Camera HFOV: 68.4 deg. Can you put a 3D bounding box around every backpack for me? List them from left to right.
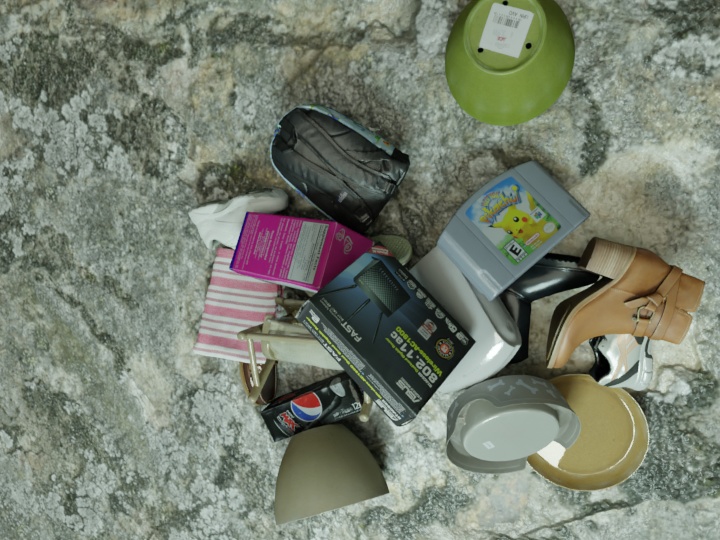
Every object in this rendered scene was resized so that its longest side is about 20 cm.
[{"bbox_3d":[-0.045,-0.172,0.832,0.199,0.154,0.164,26,117,-15],"label":"backpack"}]

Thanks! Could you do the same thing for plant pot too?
[{"bbox_3d":[-0.061,0.348,0.930,0.199,0.200,0.135,-23,67,20],"label":"plant pot"},{"bbox_3d":[0.190,-0.292,0.694,0.186,0.200,0.189,4,102,17],"label":"plant pot"},{"bbox_3d":[0.352,0.257,0.853,0.198,0.027,0.202,4,103,17],"label":"plant pot"}]

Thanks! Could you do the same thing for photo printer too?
[{"bbox_3d":[0.139,0.076,0.806,0.166,0.069,0.201,-44,63,38],"label":"photo printer"}]

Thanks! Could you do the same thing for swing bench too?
[{"bbox_3d":[-0.058,0.119,0.853,0.197,0.200,0.131,3,112,16],"label":"swing bench"}]

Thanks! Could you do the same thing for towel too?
[{"bbox_3d":[-0.212,0.058,0.936,0.145,0.030,0.202,4,72,16],"label":"towel"}]

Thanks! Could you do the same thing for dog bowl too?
[{"bbox_3d":[0.220,0.231,0.796,0.198,0.059,0.201,-2,132,-3],"label":"dog bowl"}]

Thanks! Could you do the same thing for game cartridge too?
[{"bbox_3d":[0.214,-0.067,0.761,0.200,0.041,0.133,-38,71,-12],"label":"game cartridge"}]

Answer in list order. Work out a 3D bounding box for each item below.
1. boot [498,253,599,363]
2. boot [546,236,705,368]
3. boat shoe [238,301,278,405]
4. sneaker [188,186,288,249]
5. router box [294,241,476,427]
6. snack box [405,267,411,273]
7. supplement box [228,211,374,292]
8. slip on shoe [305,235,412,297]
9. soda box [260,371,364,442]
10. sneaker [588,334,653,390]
[{"bbox_3d":[0.258,0.057,0.811,0.199,0.076,0.170,5,100,23],"label":"boot"},{"bbox_3d":[0.350,0.069,0.714,0.154,0.074,0.201,22,107,6],"label":"boot"},{"bbox_3d":[-0.183,0.151,0.971,0.070,0.070,0.202,-8,99,24],"label":"boat shoe"},{"bbox_3d":[-0.204,-0.086,0.934,0.199,0.078,0.100,-10,105,28],"label":"sneaker"},{"bbox_3d":[0.036,0.079,0.706,0.200,0.150,0.062,45,145,5],"label":"router box"},{"bbox_3d":[-0.014,-0.007,0.849,0.199,0.024,0.072,29,86,38],"label":"snack box"},{"bbox_3d":[-0.093,-0.022,0.826,0.199,0.101,0.104,12,83,37],"label":"supplement box"},{"bbox_3d":[0.000,0.000,0.891,0.199,0.061,0.075,-26,54,21],"label":"slip on shoe"},{"bbox_3d":[-0.078,0.242,0.959,0.199,0.071,0.064,-25,93,20],"label":"soda box"},{"bbox_3d":[0.381,0.083,0.773,0.079,0.074,0.202,-3,100,-1],"label":"sneaker"}]
